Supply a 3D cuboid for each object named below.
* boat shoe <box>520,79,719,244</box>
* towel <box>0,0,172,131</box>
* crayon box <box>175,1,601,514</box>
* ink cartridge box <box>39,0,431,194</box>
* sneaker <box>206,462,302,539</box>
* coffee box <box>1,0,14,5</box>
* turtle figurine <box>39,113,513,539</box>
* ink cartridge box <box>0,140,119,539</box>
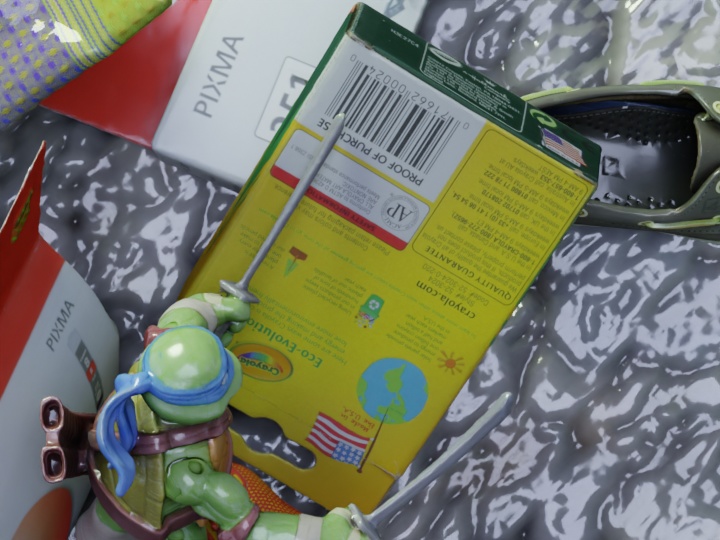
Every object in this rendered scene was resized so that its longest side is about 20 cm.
[{"bbox_3d":[0.146,-0.049,1.282,0.201,0.060,0.072,0,86,0],"label":"boat shoe"},{"bbox_3d":[-0.187,-0.115,1.176,0.200,0.023,0.144,-30,84,15],"label":"towel"},{"bbox_3d":[0.000,0.000,1.250,0.127,0.051,0.200,31,112,-7],"label":"crayon box"},{"bbox_3d":[-0.053,-0.143,1.297,0.173,0.044,0.201,22,86,0],"label":"ink cartridge box"},{"bbox_3d":[0.004,0.156,1.273,0.200,0.073,0.077,43,54,6],"label":"sneaker"},{"bbox_3d":[-0.194,-0.184,1.249,0.200,0.123,0.044,45,119,10],"label":"coffee box"},{"bbox_3d":[-0.041,0.080,1.182,0.144,0.194,0.200,40,50,13],"label":"turtle figurine"},{"bbox_3d":[-0.141,0.068,1.178,0.050,0.200,0.162,19,55,3],"label":"ink cartridge box"}]
